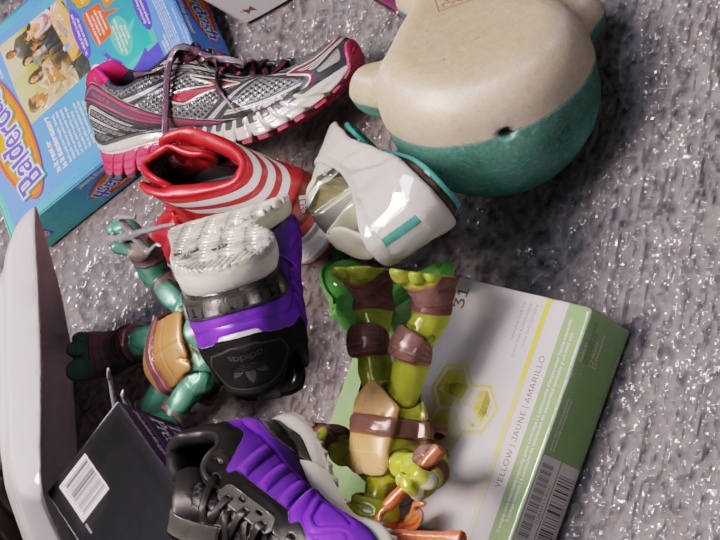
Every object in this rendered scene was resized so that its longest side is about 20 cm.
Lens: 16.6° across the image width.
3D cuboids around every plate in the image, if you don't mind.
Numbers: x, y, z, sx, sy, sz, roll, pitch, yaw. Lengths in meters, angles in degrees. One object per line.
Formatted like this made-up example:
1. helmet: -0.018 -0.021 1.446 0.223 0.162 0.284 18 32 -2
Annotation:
1. plate: -0.204 0.092 1.561 0.032 0.200 0.200 -4 61 -2

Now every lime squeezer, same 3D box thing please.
1. lime squeezer: 0.000 0.000 1.481 0.200 0.038 0.071 -138 56 -66

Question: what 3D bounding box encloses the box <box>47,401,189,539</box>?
1. box: -0.072 0.178 1.419 0.079 0.141 0.200 -51 45 10

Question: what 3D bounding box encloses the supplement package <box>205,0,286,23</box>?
1. supplement package: -0.081 -0.291 1.664 0.117 0.117 0.200 -25 56 32

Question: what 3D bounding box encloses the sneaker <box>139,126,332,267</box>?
1. sneaker: -0.102 -0.051 1.551 0.200 0.115 0.078 -13 53 53

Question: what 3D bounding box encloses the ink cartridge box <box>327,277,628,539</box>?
1. ink cartridge box: 0.047 0.077 1.424 0.200 0.048 0.146 14 81 43

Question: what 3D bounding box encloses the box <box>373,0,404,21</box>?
1. box: -0.006 -0.288 1.550 0.097 0.176 0.200 -32 51 28

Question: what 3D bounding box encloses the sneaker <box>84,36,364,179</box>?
1. sneaker: -0.092 -0.116 1.589 0.200 0.081 0.075 -14 101 23

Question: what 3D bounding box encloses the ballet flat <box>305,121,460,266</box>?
1. ballet flat: 0.001 -0.043 1.424 0.070 0.069 0.200 -61 17 3

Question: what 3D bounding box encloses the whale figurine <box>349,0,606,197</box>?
1. whale figurine: 0.074 -0.117 1.465 0.159 0.104 0.200 -20 31 3

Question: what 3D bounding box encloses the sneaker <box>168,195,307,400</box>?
1. sneaker: -0.063 0.022 1.377 0.069 0.200 0.100 -15 101 6

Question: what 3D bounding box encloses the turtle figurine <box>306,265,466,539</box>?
1. turtle figurine: 0.020 0.080 1.362 0.200 0.064 0.162 5 89 62

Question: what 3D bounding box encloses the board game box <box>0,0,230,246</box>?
1. board game box: -0.188 -0.134 1.721 0.200 0.045 0.152 -35 64 25

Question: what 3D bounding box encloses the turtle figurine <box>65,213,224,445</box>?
1. turtle figurine: -0.124 0.053 1.523 0.200 0.101 0.150 137 139 -59

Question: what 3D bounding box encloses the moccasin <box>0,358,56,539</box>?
1. moccasin: -0.253 0.113 1.675 0.078 0.074 0.202 -5 77 33

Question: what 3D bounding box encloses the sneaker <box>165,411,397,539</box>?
1. sneaker: -0.051 0.142 1.302 0.200 0.099 0.070 49 129 55
